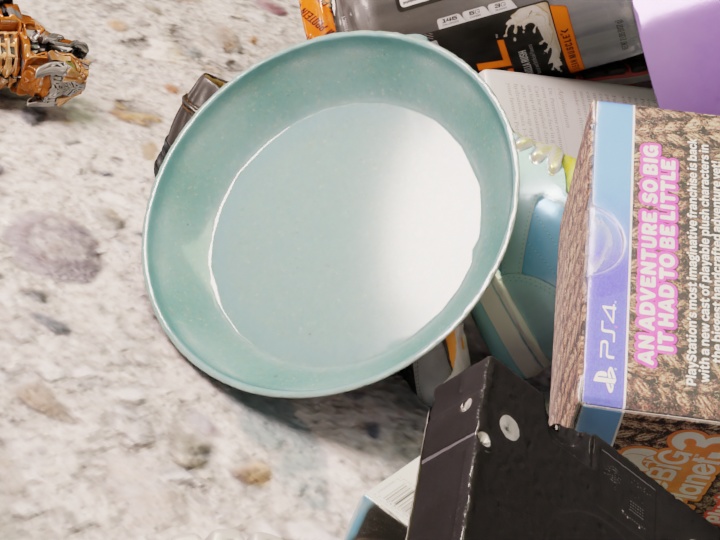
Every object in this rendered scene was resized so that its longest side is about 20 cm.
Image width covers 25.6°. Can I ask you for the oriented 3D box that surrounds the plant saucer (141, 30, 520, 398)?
[{"bbox_3d":[-0.013,-0.025,0.792,0.200,0.200,0.036,40,-6,32],"label":"plant saucer"}]

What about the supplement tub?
[{"bbox_3d":[0.070,-0.167,0.964,0.199,0.123,0.123,-14,26,13],"label":"supplement tub"}]

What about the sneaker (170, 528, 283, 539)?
[{"bbox_3d":[-0.017,0.149,0.561,0.199,0.081,0.089,5,40,-28],"label":"sneaker"}]

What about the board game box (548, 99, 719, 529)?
[{"bbox_3d":[0.188,0.027,0.695,0.199,0.097,0.160,8,55,2],"label":"board game box"}]

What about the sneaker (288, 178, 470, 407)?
[{"bbox_3d":[0.000,0.000,0.838,0.077,0.078,0.200,-22,50,-8],"label":"sneaker"}]

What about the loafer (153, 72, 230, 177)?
[{"bbox_3d":[-0.020,-0.072,0.936,0.199,0.073,0.073,-1,34,-35],"label":"loafer"}]

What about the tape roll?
[{"bbox_3d":[0.214,-0.121,0.887,0.084,0.201,0.200,-14,21,19],"label":"tape roll"}]

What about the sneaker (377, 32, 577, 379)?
[{"bbox_3d":[0.095,-0.055,0.850,0.201,0.130,0.080,66,8,6],"label":"sneaker"}]

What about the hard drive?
[{"bbox_3d":[0.071,0.145,0.556,0.139,0.038,0.201,36,41,-23],"label":"hard drive"}]

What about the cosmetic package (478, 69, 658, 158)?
[{"bbox_3d":[0.146,-0.056,0.976,0.199,0.071,0.102,3,69,-30],"label":"cosmetic package"}]

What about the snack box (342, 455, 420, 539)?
[{"bbox_3d":[0.103,0.143,0.684,0.200,0.037,0.116,34,32,23],"label":"snack box"}]

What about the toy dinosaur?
[{"bbox_3d":[-0.255,-0.156,0.918,0.199,0.102,0.136,30,39,-30],"label":"toy dinosaur"}]

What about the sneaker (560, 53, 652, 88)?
[{"bbox_3d":[0.191,-0.120,1.045,0.199,0.087,0.074,-13,38,-22],"label":"sneaker"}]
